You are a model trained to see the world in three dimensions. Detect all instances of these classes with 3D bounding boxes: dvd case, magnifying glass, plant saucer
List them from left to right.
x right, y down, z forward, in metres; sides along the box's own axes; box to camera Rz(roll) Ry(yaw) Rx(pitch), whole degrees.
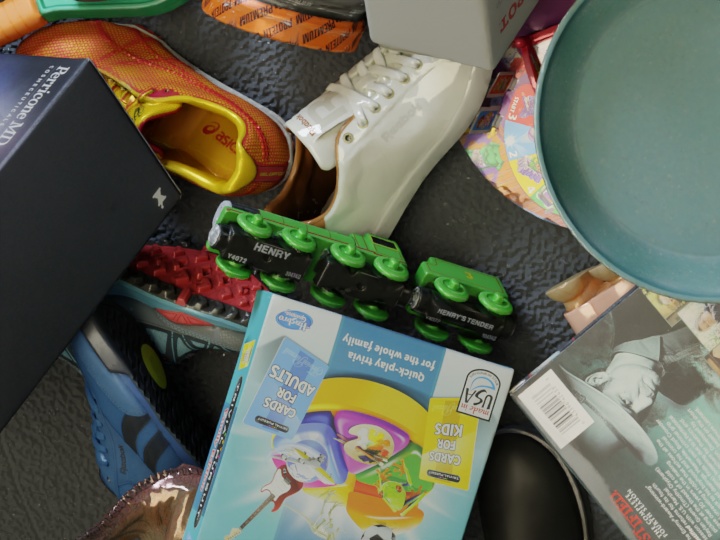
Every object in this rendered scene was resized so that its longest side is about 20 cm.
[{"bbox_3d":[-0.177,-0.172,1.809,0.200,0.022,0.080,-26,70,12],"label":"magnifying glass"},{"bbox_3d":[0.192,-0.082,1.625,0.199,0.036,0.201,0,90,-1],"label":"plant saucer"},{"bbox_3d":[0.203,0.062,1.677,0.200,0.022,0.146,-41,85,15],"label":"dvd case"}]

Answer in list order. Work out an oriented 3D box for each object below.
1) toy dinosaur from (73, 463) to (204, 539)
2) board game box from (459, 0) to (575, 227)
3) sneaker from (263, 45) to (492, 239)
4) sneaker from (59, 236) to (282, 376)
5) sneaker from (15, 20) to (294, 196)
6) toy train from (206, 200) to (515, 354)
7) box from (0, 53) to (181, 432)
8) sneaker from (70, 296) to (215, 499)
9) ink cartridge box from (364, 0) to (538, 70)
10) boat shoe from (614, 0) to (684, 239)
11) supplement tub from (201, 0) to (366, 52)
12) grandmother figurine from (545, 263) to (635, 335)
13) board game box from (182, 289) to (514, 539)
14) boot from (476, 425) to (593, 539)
[{"bbox_3d":[-0.079,0.153,1.747,0.200,0.086,0.136,23,121,-28],"label":"toy dinosaur"},{"bbox_3d":[0.139,-0.118,1.720,0.158,0.039,0.200,26,105,14],"label":"board game box"},{"bbox_3d":[0.011,-0.095,1.735,0.073,0.085,0.200,44,112,45],"label":"sneaker"},{"bbox_3d":[-0.137,0.031,1.828,0.200,0.079,0.096,11,120,19],"label":"sneaker"},{"bbox_3d":[-0.132,-0.104,1.792,0.200,0.077,0.073,23,104,26],"label":"sneaker"},{"bbox_3d":[0.000,0.000,1.727,0.200,0.056,0.042,18,114,-22],"label":"toy train"},{"bbox_3d":[-0.249,-0.024,1.738,0.198,0.200,0.123,7,141,41],"label":"box"},{"bbox_3d":[-0.138,0.099,1.783,0.078,0.066,0.200,-21,129,13],"label":"sneaker"},{"bbox_3d":[0.058,-0.233,1.629,0.083,0.145,0.200,15,141,24],"label":"ink cartridge box"},{"bbox_3d":[0.154,-0.116,1.666,0.074,0.065,0.202,7,96,11],"label":"boat shoe"},{"bbox_3d":[-0.022,-0.235,1.717,0.122,0.123,0.200,19,103,15],"label":"supplement tub"},{"bbox_3d":[0.189,0.083,1.726,0.121,0.061,0.200,-28,91,46],"label":"grandmother figurine"},{"bbox_3d":[-0.014,0.129,1.701,0.151,0.047,0.200,17,88,-13],"label":"board game box"},{"bbox_3d":[0.085,0.183,1.694,0.066,0.200,0.165,-17,92,20],"label":"boot"}]
